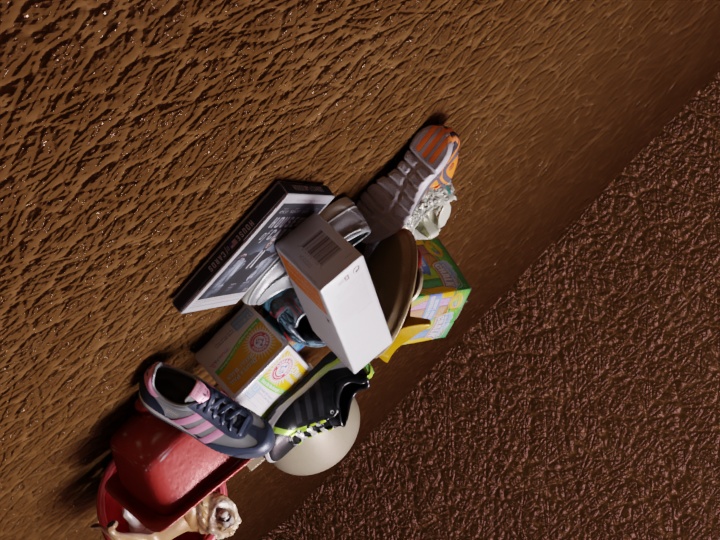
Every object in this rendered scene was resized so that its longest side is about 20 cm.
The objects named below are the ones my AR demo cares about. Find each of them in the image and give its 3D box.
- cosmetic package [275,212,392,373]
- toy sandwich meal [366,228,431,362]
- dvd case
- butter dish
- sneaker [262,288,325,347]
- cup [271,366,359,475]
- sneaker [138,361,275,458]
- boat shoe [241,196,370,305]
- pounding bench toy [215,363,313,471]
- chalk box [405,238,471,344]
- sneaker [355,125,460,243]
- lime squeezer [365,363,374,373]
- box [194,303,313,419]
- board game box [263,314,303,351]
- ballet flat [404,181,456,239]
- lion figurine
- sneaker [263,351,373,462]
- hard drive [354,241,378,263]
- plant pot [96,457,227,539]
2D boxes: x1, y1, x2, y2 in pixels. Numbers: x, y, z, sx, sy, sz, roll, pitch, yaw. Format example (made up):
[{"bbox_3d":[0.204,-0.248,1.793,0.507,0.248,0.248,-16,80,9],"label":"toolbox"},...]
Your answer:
[{"bbox_3d":[-0.032,0.032,1.413,0.071,0.101,0.201,-38,144,-13],"label":"cosmetic package"},{"bbox_3d":[0.050,0.040,1.563,0.205,0.069,0.209,-163,-91,-71],"label":"toy sandwich meal"},{"bbox_3d":[-0.128,-0.029,1.351,0.200,0.025,0.150,-46,168,17],"label":"dvd case"},{"bbox_3d":[-0.270,0.233,1.554,0.199,0.150,0.198,-36,-149,-25],"label":"butter dish"},{"bbox_3d":[-0.078,0.083,1.618,0.079,0.096,0.200,-44,150,0],"label":"sneaker"},{"bbox_3d":[-0.113,0.253,2.037,0.199,0.200,0.144,-39,143,-10],"label":"cup"},{"bbox_3d":[-0.201,0.184,1.457,0.082,0.197,0.071,116,-4,-58],"label":"sneaker"},{"bbox_3d":[-0.070,-0.012,1.475,0.200,0.072,0.070,-41,168,-9],"label":"boat shoe"},{"bbox_3d":[-0.152,0.215,1.868,0.199,0.125,0.156,-39,167,-13],"label":"pounding bench toy"},{"bbox_3d":[0.097,0.035,1.864,0.197,0.125,0.125,-9,139,-34],"label":"chalk box"},{"bbox_3d":[0.075,-0.116,1.566,0.200,0.078,0.112,-46,166,17],"label":"sneaker"},{"bbox_3d":[-0.027,0.087,1.769,0.037,0.072,0.201,-13,139,12],"label":"lime squeezer"},{"bbox_3d":[-0.137,0.152,1.605,0.113,0.101,0.200,-45,149,-6],"label":"box"},{"bbox_3d":[-0.113,0.094,1.766,0.199,0.045,0.153,-37,166,-27],"label":"board game box"},{"bbox_3d":[0.107,-0.087,1.793,0.071,0.072,0.201,-36,167,-25],"label":"ballet flat"},{"bbox_3d":[-0.280,0.369,1.617,0.197,0.124,0.073,-24,-153,-5],"label":"lion figurine"},{"bbox_3d":[-0.061,0.202,1.572,0.201,0.083,0.072,-50,149,-3],"label":"sneaker"},{"bbox_3d":[0.000,0.000,1.678,0.200,0.032,0.142,22,83,-76],"label":"hard drive"},{"bbox_3d":[-0.316,0.370,1.738,0.199,0.202,0.183,-36,175,-22],"label":"plant pot"}]
